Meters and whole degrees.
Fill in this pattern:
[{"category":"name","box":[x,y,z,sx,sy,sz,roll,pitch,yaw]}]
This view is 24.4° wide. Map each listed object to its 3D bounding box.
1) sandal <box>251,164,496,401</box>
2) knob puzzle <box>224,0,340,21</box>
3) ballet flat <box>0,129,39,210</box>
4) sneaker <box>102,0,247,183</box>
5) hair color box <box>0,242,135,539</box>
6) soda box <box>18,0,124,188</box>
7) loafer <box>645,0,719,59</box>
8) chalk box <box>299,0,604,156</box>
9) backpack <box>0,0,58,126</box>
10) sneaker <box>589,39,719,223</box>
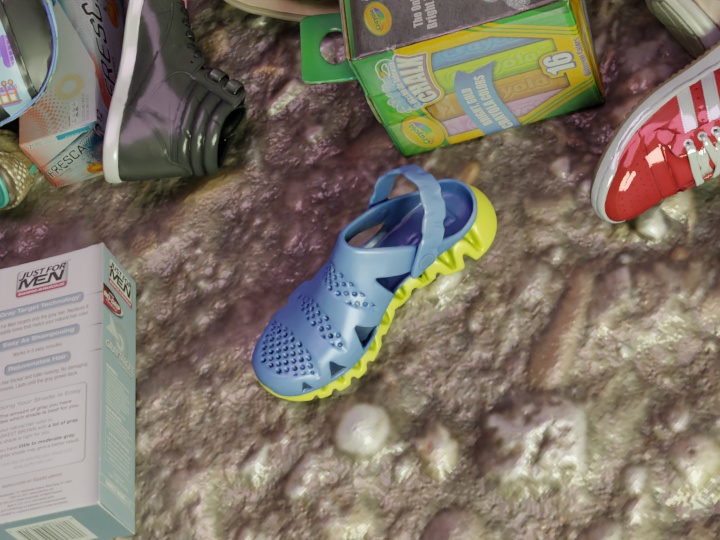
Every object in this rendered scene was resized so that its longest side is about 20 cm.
[{"category":"sandal","box":[0.000,0.000,1.104,0.200,0.087,0.079,-47,57,-8]},{"category":"knob puzzle","box":[-0.049,-0.263,1.307,0.217,0.031,0.221,-1,59,1]},{"category":"ballet flat","box":[-0.332,-0.090,1.312,0.198,0.071,0.065,14,40,25]},{"category":"sneaker","box":[-0.128,-0.155,1.244,0.098,0.071,0.202,7,73,1]},{"category":"hair color box","box":[-0.210,0.089,1.148,0.098,0.061,0.202,-13,57,13]},{"category":"soda box","box":[-0.226,-0.168,1.307,0.068,0.064,0.201,-16,57,12]},{"category":"loafer","box":[0.196,-0.235,1.136,0.063,0.072,0.200,-40,91,-1]},{"category":"chalk box","box":[0.055,-0.171,1.163,0.198,0.124,0.125,-14,57,15]},{"category":"backpack","box":[-0.308,-0.192,1.234,0.181,0.135,0.201,-25,89,2]},{"category":"sneaker","box":[0.248,-0.084,1.066,0.200,0.071,0.112,-41,51,-9]}]
